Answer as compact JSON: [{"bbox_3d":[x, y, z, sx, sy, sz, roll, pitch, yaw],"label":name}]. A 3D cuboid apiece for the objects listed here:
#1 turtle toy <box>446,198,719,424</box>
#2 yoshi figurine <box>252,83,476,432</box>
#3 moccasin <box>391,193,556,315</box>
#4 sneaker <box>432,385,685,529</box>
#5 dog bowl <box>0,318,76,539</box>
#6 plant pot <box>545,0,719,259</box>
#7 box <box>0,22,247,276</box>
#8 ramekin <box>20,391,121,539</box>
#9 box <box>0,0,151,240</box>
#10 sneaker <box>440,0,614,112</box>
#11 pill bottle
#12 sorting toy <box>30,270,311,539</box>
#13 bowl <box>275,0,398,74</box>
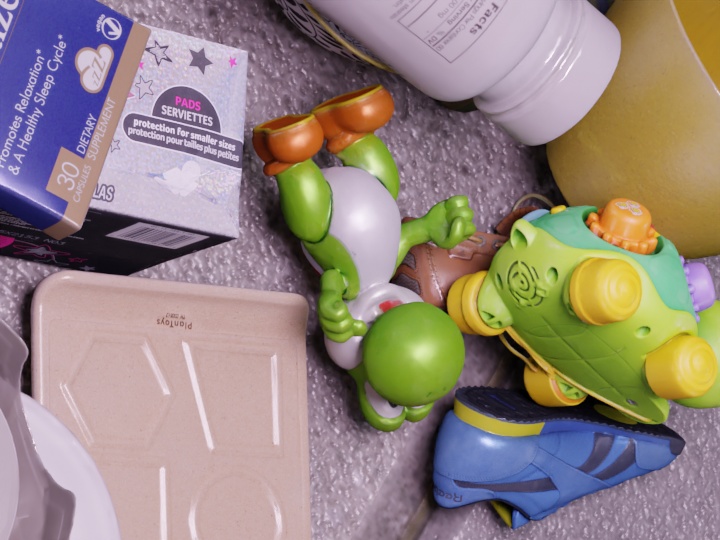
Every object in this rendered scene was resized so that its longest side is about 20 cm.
[{"bbox_3d":[0.158,0.026,1.778,0.200,0.146,0.101,42,61,-29],"label":"turtle toy"},{"bbox_3d":[0.012,-0.002,1.734,0.112,0.112,0.200,-55,128,-74],"label":"yoshi figurine"},{"bbox_3d":[0.108,-0.010,1.859,0.201,0.074,0.078,0,89,-27],"label":"moccasin"},{"bbox_3d":[0.120,0.119,1.851,0.200,0.066,0.079,4,107,-44],"label":"sneaker"},{"bbox_3d":[-0.240,0.103,1.458,0.200,0.059,0.200,9,74,-33],"label":"dog bowl"},{"bbox_3d":[0.200,-0.086,1.834,0.200,0.142,0.200,37,32,-28],"label":"plant pot"},{"bbox_3d":[-0.177,-0.077,1.616,0.200,0.132,0.115,11,73,-33],"label":"box"},{"bbox_3d":[-0.232,0.159,1.544,0.202,0.094,0.203,9,74,-32],"label":"ramekin"},{"bbox_3d":[-0.212,-0.113,1.503,0.200,0.032,0.121,27,66,-23],"label":"box"},{"bbox_3d":[0.135,-0.134,1.902,0.200,0.067,0.090,-39,99,-39],"label":"sneaker"},{"bbox_3d":[0.050,-0.163,1.698,0.200,0.114,0.114,36,61,-25],"label":"pill bottle"},{"bbox_3d":[-0.109,0.107,1.694,0.185,0.036,0.200,6,81,-36],"label":"sorting toy"},{"bbox_3d":[0.002,-0.204,1.803,0.200,0.094,0.201,8,76,-35],"label":"bowl"}]
